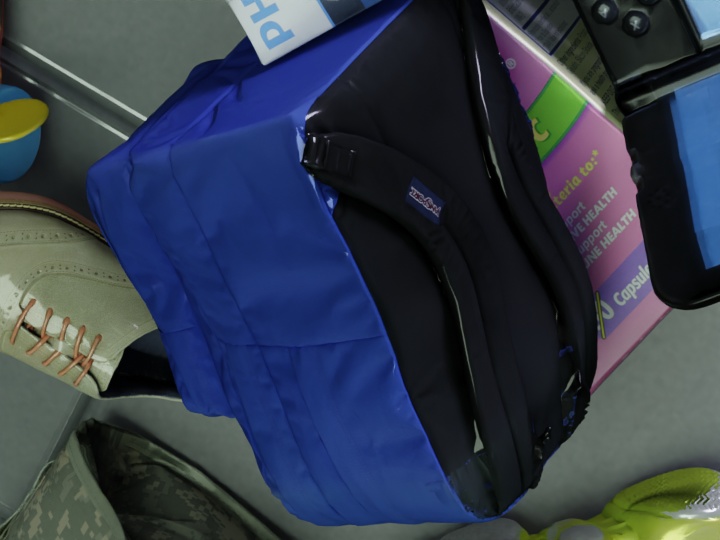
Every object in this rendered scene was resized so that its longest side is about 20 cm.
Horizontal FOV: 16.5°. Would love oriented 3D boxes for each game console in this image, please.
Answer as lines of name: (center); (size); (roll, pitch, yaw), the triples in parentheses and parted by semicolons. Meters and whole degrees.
game console: (0.176, -0.110, 0.964); (0.199, 0.119, 0.173); (-22, 109, 19)

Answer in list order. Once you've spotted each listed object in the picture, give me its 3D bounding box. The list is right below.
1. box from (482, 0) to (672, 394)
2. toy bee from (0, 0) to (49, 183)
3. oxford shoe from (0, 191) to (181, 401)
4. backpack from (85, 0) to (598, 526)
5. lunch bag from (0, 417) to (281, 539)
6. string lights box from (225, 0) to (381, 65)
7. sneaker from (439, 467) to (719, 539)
box: (0.049, -0.036, 1.119); (0.200, 0.097, 0.176); (42, 116, -1)
toy bee: (-0.200, -0.054, 1.172); (0.131, 0.109, 0.201); (-17, 96, 34)
oxford shoe: (-0.138, 0.017, 1.152); (0.199, 0.074, 0.071); (11, 126, -27)
backpack: (0.000, 0.000, 1.012); (0.167, 0.163, 0.201); (-9, 117, 41)
lunch bag: (-0.110, 0.193, 1.243); (0.200, 0.118, 0.164); (37, 116, 7)
string lights box: (0.024, -0.173, 0.937); (0.199, 0.059, 0.103); (-27, 107, 13)
sneaker: (0.101, 0.169, 1.191); (0.199, 0.076, 0.105); (-18, 104, 21)
